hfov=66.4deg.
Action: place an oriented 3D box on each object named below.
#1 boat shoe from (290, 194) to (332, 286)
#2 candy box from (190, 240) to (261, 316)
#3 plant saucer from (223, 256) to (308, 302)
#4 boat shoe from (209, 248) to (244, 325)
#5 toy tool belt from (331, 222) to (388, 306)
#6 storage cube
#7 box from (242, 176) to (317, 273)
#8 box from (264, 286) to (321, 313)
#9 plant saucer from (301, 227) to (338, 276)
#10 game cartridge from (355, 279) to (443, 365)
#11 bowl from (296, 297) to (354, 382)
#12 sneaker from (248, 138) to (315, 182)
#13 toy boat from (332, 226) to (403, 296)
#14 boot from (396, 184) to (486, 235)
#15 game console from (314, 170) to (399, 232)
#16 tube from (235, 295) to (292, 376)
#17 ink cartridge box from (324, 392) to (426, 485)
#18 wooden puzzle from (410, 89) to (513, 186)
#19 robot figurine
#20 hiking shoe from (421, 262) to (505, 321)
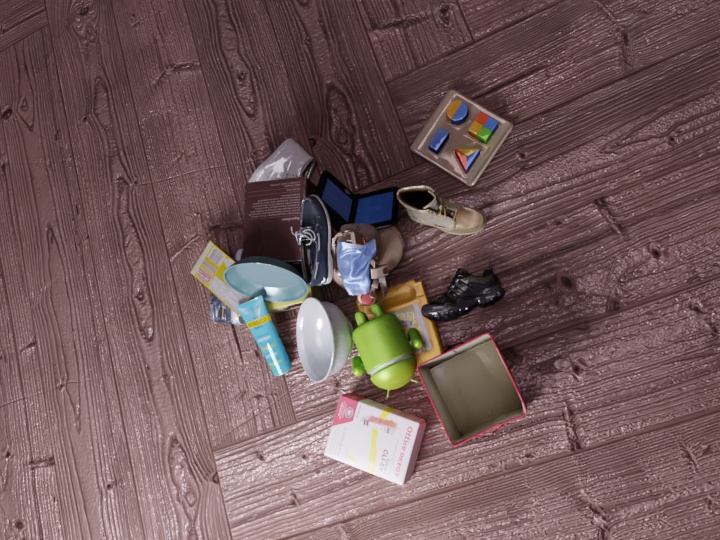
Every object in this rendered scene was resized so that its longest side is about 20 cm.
[{"bbox_3d":[-0.109,-0.066,1.211,0.074,0.062,0.202,0,95,44],"label":"boat shoe"},{"bbox_3d":[-0.344,0.019,1.409,0.199,0.026,0.103,37,99,23],"label":"candy box"},{"bbox_3d":[-0.218,0.017,1.287,0.198,0.200,0.036,-2,62,16],"label":"plant saucer"},{"bbox_3d":[-0.348,0.042,1.455,0.090,0.071,0.202,1,82,15],"label":"boat shoe"},{"bbox_3d":[0.000,0.000,1.213,0.124,0.123,0.202,-8,107,5],"label":"toy tool belt"},{"bbox_3d":[0.245,0.250,1.183,0.170,0.180,0.201,-27,73,10],"label":"storage cube"},{"bbox_3d":[-0.178,-0.104,1.347,0.163,0.166,0.202,-3,80,16],"label":"box"},{"bbox_3d":[-0.205,0.077,1.405,0.198,0.075,0.051,-12,77,15],"label":"box"},{"bbox_3d":[-0.136,-0.064,1.432,0.198,0.032,0.203,-3,79,17],"label":"plant saucer"},{"bbox_3d":[0.093,0.138,1.327,0.175,0.032,0.202,-20,77,12],"label":"game cartridge"},{"bbox_3d":[-0.075,0.162,1.321,0.201,0.090,0.203,6,97,60],"label":"bowl"},{"bbox_3d":[-0.209,-0.245,1.464,0.115,0.074,0.200,41,92,22],"label":"sneaker"},{"bbox_3d":[0.008,-0.044,1.352,0.200,0.130,0.131,-44,42,5],"label":"toy boat"},{"bbox_3d":[0.190,-0.142,1.282,0.198,0.155,0.073,15,85,19],"label":"boot"},{"bbox_3d":[-0.009,-0.176,1.317,0.172,0.201,0.119,40,118,-19],"label":"game console"},{"bbox_3d":[-0.233,0.163,1.366,0.077,0.050,0.201,-22,101,11],"label":"tube"},{"bbox_3d":[0.035,0.385,1.272,0.198,0.083,0.147,15,85,18],"label":"ink cartridge box"},{"bbox_3d":[0.246,-0.333,1.357,0.199,0.046,0.186,35,92,19],"label":"wooden puzzle"},{"bbox_3d":[0.055,0.179,1.255,0.174,0.116,0.201,-25,73,2],"label":"robot figurine"},{"bbox_3d":[0.230,0.051,1.284,0.198,0.076,0.101,-17,67,0],"label":"hiking shoe"}]
